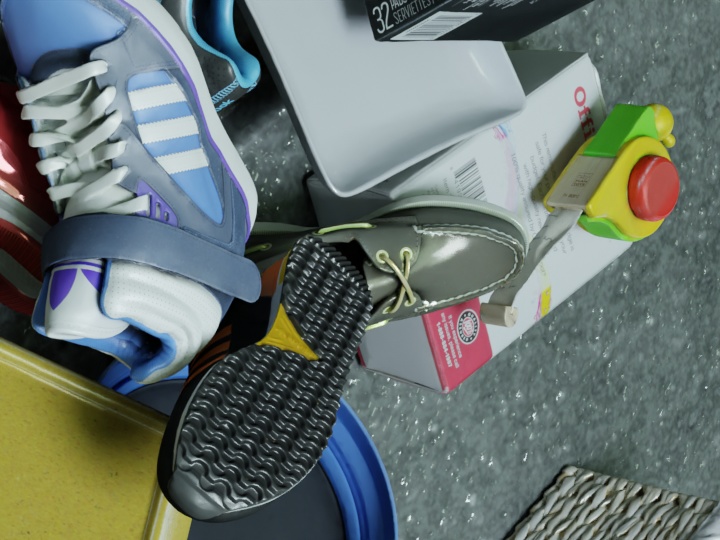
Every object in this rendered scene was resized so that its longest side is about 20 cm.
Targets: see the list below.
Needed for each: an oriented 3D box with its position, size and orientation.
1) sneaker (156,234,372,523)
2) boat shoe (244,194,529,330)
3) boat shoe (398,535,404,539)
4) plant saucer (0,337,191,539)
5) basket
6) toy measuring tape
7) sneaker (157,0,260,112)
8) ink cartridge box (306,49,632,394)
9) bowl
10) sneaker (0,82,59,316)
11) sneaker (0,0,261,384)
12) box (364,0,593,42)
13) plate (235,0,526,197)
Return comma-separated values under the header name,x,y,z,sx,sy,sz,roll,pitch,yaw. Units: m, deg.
name,x,y,z,sx,sy,sz,roll,pitch,yaw
sneaker,-0.059,0.067,0.846,0.070,0.090,0.200,43,38,-12
boat shoe,0.000,0.003,0.960,0.201,0.060,0.072,-5,115,-1
boat shoe,-0.020,0.262,1.069,0.064,0.071,0.200,20,87,-46
plant saucer,-0.168,0.113,0.796,0.200,0.048,0.200,27,47,-19
basket,0.190,0.282,1.214,0.198,0.161,0.200,-44,125,-28
toy measuring tape,0.146,-0.025,1.049,0.200,0.073,0.074,-54,130,-24
sneaker,-0.101,-0.175,0.864,0.073,0.082,0.200,-19,97,-55
ink cartridge box,0.076,-0.037,1.085,0.200,0.086,0.148,-36,121,-35
bowl,-0.072,0.128,0.922,0.200,0.039,0.201,21,48,-25
sneaker,-0.196,-0.079,0.842,0.200,0.078,0.116,54,39,-30
sneaker,-0.124,-0.041,0.791,0.200,0.080,0.147,58,34,-32
box,0.071,-0.248,0.946,0.124,0.148,0.200,-7,79,-43
plate,-0.004,-0.154,0.967,0.199,0.032,0.200,-29,94,-47
